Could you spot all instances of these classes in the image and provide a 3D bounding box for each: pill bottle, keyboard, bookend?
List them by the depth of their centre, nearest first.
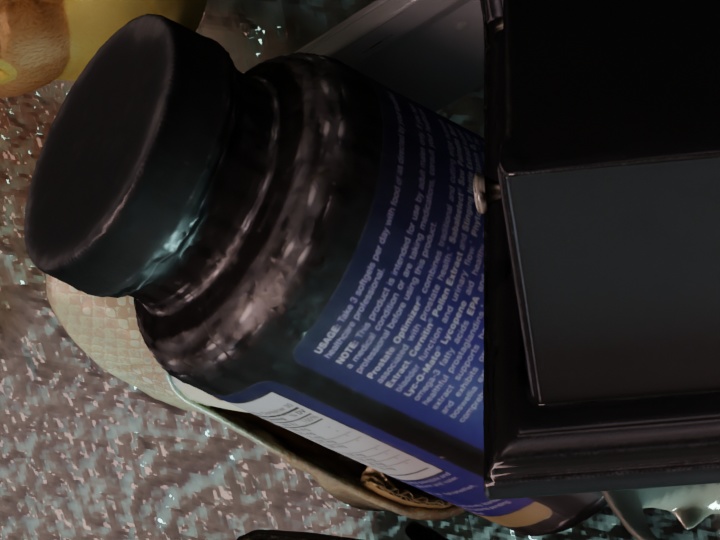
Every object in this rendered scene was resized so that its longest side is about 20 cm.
[{"bbox_3d":[0.066,-0.081,0.690,0.092,0.200,0.199,-5,134,7],"label":"bookend"},{"bbox_3d":[0.000,0.000,0.838,0.200,0.112,0.112,27,143,-27],"label":"pill bottle"},{"bbox_3d":[-0.010,-0.054,0.876,0.200,0.011,0.056,-30,144,29],"label":"keyboard"}]

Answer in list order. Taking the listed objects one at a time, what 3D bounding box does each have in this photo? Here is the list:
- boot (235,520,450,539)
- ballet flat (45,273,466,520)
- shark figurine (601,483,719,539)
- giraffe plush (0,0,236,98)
[{"bbox_3d":[0.025,0.121,0.925,0.173,0.200,0.070,5,84,20],"label":"boot"},{"bbox_3d":[-0.023,0.033,0.921,0.062,0.068,0.200,21,172,47],"label":"ballet flat"},{"bbox_3d":[0.143,0.038,0.824,0.128,0.214,0.090,168,97,-70],"label":"shark figurine"},{"bbox_3d":[-0.108,-0.128,0.868,0.199,0.173,0.163,-7,138,-2],"label":"giraffe plush"}]
